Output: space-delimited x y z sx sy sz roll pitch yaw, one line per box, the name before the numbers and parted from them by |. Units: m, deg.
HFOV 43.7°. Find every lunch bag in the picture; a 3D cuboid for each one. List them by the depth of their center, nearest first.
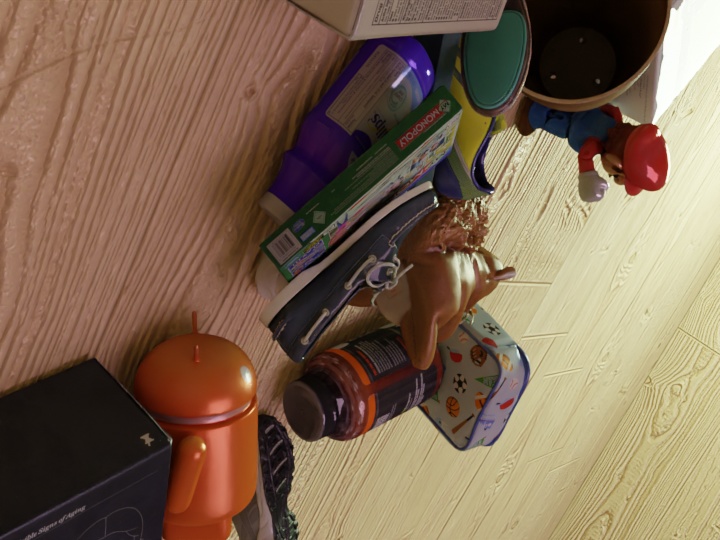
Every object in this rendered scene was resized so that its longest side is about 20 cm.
lunch bag | 0.116 0.121 1.144 0.074 0.200 0.163 -4 126 -37

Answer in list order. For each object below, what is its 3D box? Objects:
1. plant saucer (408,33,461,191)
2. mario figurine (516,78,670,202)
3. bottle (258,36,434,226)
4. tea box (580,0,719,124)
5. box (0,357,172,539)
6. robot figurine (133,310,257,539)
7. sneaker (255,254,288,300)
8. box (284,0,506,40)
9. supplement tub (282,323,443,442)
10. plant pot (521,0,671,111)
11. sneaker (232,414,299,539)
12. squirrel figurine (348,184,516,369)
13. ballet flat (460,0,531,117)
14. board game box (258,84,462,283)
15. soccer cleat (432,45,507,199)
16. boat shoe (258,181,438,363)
plant saucer | 0.062 -0.167 0.884 0.019 0.070 0.203 -8 129 -21
mario figurine | 0.291 -0.150 1.113 0.125 0.199 0.105 -58 150 10
bottle | -0.014 -0.123 0.814 0.201 0.065 0.084 -52 157 -6
tea box | 0.367 -0.331 1.110 0.197 0.133 0.201 -46 151 -13
box | -0.268 0.212 0.717 0.198 0.123 0.200 -24 140 -43
robot figurine | -0.148 0.147 0.815 0.143 0.115 0.205 -24 122 -54
sneaker | -0.007 -0.028 0.889 0.201 0.099 0.078 -50 152 -9
box | 0.035 -0.263 0.697 0.198 0.108 0.130 -19 136 -47
supplement tub | 0.002 0.134 1.066 0.198 0.106 0.109 -18 135 -44
plant pot | 0.235 -0.250 0.973 0.189 0.185 0.200 -57 165 5
sneaker | -0.121 0.262 1.053 0.074 0.078 0.205 -39 134 -58
squirrel figurine | 0.103 -0.015 1.022 0.184 0.141 0.204 -10 121 -43
ballet flat | 0.128 -0.234 0.839 0.067 0.066 0.205 33 58 -71
board game box | 0.002 -0.067 0.785 0.199 0.029 0.135 -41 173 -4
soccer cleat | 0.113 -0.172 0.900 0.064 0.082 0.205 -20 116 -57
boat shoe | 0.000 0.000 0.804 0.199 0.062 0.075 -40 173 -11
